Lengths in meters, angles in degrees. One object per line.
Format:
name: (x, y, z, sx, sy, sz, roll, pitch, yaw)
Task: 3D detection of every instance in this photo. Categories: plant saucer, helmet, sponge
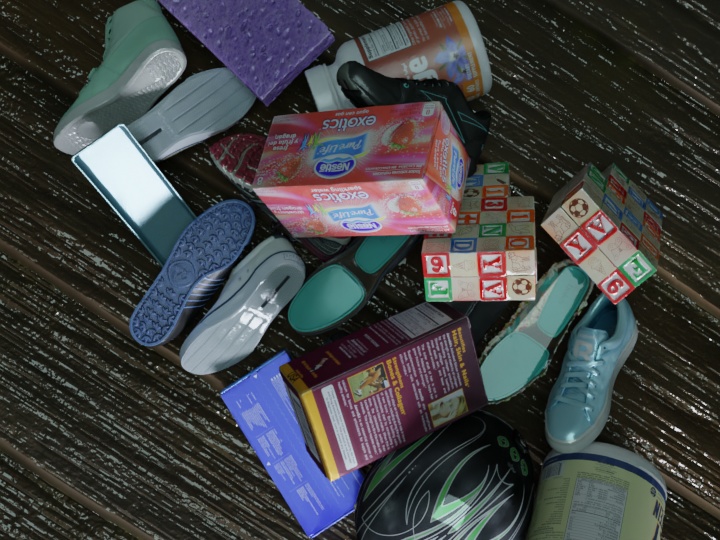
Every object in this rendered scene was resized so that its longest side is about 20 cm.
plant saucer: (-0.242, -0.079, 1.162, 0.069, 0.019, 0.201, -34, 132, -1)
helmet: (0.092, 0.262, 1.134, 0.198, 0.190, 0.203, 14, 120, 25)
sponge: (-0.135, -0.292, 1.184, 0.112, 0.030, 0.200, -45, 74, -1)

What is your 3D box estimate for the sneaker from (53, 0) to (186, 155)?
sneaker: (-0.289, -0.228, 1.204, 0.200, 0.073, 0.119, -37, 54, 19)

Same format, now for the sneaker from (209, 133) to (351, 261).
sneaker: (-0.098, -0.084, 1.196, 0.199, 0.075, 0.081, 38, 48, 10)

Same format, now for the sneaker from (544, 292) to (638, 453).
sneaker: (0.252, 0.105, 1.159, 0.073, 0.082, 0.201, 5, 52, 35)

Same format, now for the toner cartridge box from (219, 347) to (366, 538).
toner cartridge box: (-0.073, 0.202, 1.211, 0.094, 0.043, 0.202, -32, 91, -1)

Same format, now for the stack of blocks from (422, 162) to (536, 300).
stack of blocks: (0.134, -0.046, 1.124, 0.113, 0.201, 0.059, -2, 122, 10)

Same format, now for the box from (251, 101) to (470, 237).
box: (0.002, -0.100, 1.065, 0.197, 0.103, 0.096, 0, 60, 27)

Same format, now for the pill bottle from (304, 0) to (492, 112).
pill bottle: (0.042, -0.222, 1.174, 0.198, 0.112, 0.114, -21, 91, 1)

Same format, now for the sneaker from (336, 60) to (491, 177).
sneaker: (0.060, -0.179, 1.107, 0.199, 0.075, 0.080, 29, 95, -32)

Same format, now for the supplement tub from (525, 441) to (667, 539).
supplement tub: (0.252, 0.308, 1.127, 0.143, 0.146, 0.202, 21, 57, -1)

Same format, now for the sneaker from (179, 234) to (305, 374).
sneaker: (-0.138, 0.041, 1.199, 0.200, 0.071, 0.073, -42, 127, 18)

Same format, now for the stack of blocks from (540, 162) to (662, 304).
stack of blocks: (0.270, -0.057, 1.131, 0.115, 0.200, 0.059, 46, 116, -2)

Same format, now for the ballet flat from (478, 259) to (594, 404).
ballet flat: (0.202, 0.073, 1.202, 0.075, 0.064, 0.201, 40, 92, 0)

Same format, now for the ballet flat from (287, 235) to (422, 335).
ballet flat: (0.000, 0.000, 1.175, 0.073, 0.073, 0.200, 45, 104, -1)

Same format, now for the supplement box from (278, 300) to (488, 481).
supplement box: (0.027, 0.124, 1.107, 0.198, 0.086, 0.112, -23, 112, -15)

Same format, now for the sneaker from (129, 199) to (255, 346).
sneaker: (-0.194, 0.003, 1.193, 0.070, 0.078, 0.201, 40, 86, 0)

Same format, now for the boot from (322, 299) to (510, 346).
boot: (0.072, 0.051, 1.185, 0.164, 0.066, 0.201, 35, 94, -28)

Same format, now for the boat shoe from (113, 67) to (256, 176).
boat shoe: (-0.212, -0.174, 1.195, 0.199, 0.062, 0.073, -32, 100, -18)
